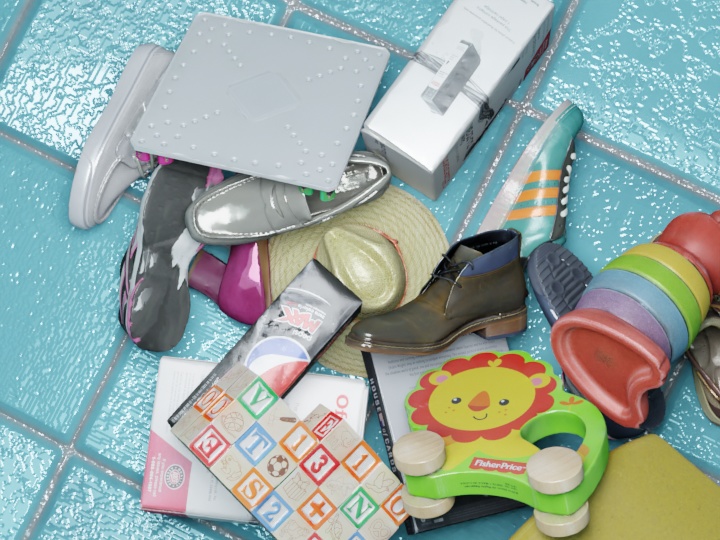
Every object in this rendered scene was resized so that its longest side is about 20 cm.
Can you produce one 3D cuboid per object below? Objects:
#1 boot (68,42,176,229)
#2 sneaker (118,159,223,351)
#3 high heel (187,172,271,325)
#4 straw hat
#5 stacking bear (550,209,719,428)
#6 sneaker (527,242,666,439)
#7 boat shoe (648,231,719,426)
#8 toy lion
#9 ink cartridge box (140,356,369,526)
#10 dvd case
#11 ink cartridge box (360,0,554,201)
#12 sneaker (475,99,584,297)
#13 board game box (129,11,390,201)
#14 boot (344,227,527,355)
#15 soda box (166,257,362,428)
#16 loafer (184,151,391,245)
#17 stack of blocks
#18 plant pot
[{"bbox_3d":[-0.208,-0.122,1.697,0.095,0.074,0.200,20,81,13],"label":"boot"},{"bbox_3d":[-0.198,-0.025,1.673,0.080,0.086,0.201,21,84,-28],"label":"sneaker"},{"bbox_3d":[-0.086,-0.047,1.680,0.096,0.067,0.200,29,98,20],"label":"high heel"},{"bbox_3d":[0.000,0.000,1.662,0.200,0.085,0.202,0,81,3],"label":"straw hat"},{"bbox_3d":[0.273,0.024,1.570,0.114,0.122,0.200,37,59,16],"label":"stacking bear"},{"bbox_3d":[0.204,0.072,1.635,0.070,0.082,0.200,-25,84,-36],"label":"sneaker"},{"bbox_3d":[0.329,0.051,1.644,0.072,0.072,0.201,-16,81,0],"label":"boat shoe"},{"bbox_3d":[0.127,0.139,1.529,0.199,0.069,0.192,5,36,27],"label":"toy lion"},{"bbox_3d":[-0.097,0.168,1.641,0.199,0.083,0.147,7,81,4],"label":"ink cartridge box"},{"bbox_3d":[0.087,0.135,1.634,0.150,0.025,0.201,-9,79,-27],"label":"dvd case"},{"bbox_3d":[0.094,-0.178,1.655,0.084,0.144,0.200,36,85,8],"label":"ink cartridge box"},{"bbox_3d":[0.174,-0.066,1.676,0.080,0.071,0.200,30,89,3],"label":"sneaker"},{"bbox_3d":[-0.092,-0.157,1.643,0.199,0.026,0.200,13,49,9],"label":"board game box"},{"bbox_3d":[0.071,0.018,1.586,0.200,0.075,0.097,-10,111,-36],"label":"boot"},{"bbox_3d":[-0.086,0.086,1.577,0.063,0.071,0.200,41,82,4],"label":"soda box"},{"bbox_3d":[-0.067,-0.071,1.625,0.200,0.070,0.070,-19,92,-12],"label":"loafer"},{"bbox_3d":[-0.056,0.173,1.525,0.115,0.059,0.200,-45,112,-10],"label":"stack of blocks"},{"bbox_3d":[0.238,0.263,1.563,0.195,0.194,0.200,39,74,8],"label":"plant pot"}]
